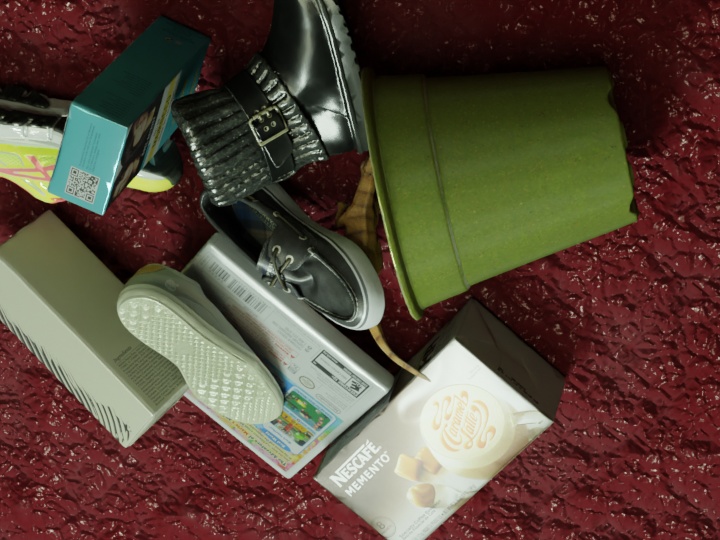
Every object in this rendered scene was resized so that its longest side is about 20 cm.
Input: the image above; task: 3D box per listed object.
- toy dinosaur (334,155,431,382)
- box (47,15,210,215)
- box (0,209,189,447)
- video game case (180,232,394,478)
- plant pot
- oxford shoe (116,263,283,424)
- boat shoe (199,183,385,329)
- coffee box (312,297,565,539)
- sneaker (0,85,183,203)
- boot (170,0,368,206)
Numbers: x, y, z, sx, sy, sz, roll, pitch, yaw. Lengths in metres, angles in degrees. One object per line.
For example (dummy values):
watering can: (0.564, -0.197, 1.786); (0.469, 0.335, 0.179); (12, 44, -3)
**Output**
toy dinosaur: (0.000, 0.000, 1.543); (0.060, 0.106, 0.202); (-2, 80, -25)
box: (-0.180, -0.127, 1.487); (0.049, 0.200, 0.083); (23, 121, 3)
box: (-0.239, 0.051, 1.639); (0.200, 0.082, 0.068); (46, 137, 3)
video game case: (-0.093, 0.078, 1.644); (0.200, 0.024, 0.182); (39, 136, -6)
plant pot: (0.114, -0.078, 1.456); (0.188, 0.200, 0.202); (-11, 114, 7)
oxford shoe: (-0.130, 0.062, 1.598); (0.075, 0.058, 0.200); (-24, 129, 27)
boat shoe: (-0.062, -0.015, 1.532); (0.200, 0.066, 0.070); (46, 134, 31)
coffee box: (0.067, 0.136, 1.622); (0.114, 0.080, 0.200); (41, 119, -7)
sneaker: (-0.243, -0.095, 1.601); (0.198, 0.078, 0.091); (15, 128, 14)
boot: (-0.081, -0.162, 1.486); (0.156, 0.080, 0.213); (-16, 113, 2)
